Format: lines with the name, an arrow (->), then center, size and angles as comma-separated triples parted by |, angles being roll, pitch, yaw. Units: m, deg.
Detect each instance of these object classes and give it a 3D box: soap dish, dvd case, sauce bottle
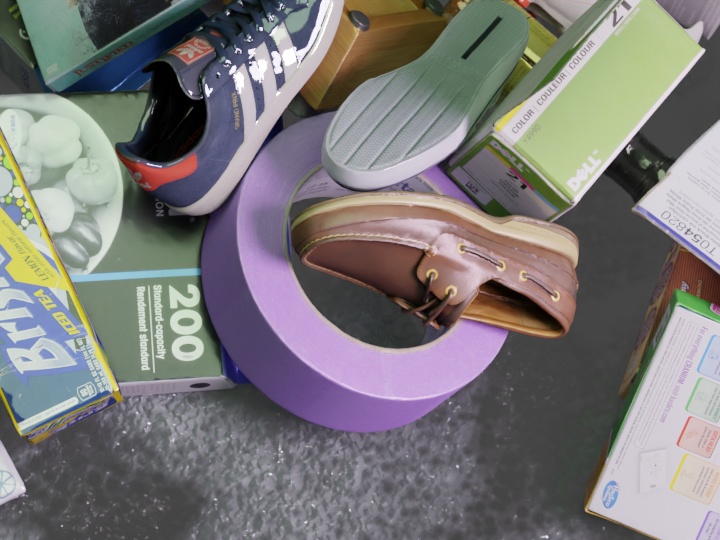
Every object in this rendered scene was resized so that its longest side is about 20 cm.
soap dish -> -0.042, -0.201, 1.373 | 0.200, 0.081, 0.157 | 51, 29, 12
dvd case -> -0.175, -0.236, 1.330 | 0.146, 0.022, 0.201 | -28, 66, 16
sauce bottle -> 0.137, -0.119, 1.412 | 0.200, 0.066, 0.066 | 44, 70, 9

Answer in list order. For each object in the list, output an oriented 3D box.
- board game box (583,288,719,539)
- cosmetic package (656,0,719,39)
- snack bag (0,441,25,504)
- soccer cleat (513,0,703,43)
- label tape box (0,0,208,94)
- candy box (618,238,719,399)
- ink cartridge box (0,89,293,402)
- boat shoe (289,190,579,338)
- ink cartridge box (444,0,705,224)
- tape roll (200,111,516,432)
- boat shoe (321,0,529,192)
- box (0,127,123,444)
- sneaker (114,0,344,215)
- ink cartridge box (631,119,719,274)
board game box -> 0.264, 0.121, 1.299 | 0.199, 0.040, 0.154 | 23, 105, 2
cosmetic package -> 0.198, -0.267, 1.456 | 0.200, 0.107, 0.090 | 35, 68, 5
snack bag -> -0.336, 0.093, 1.288 | 0.188, 0.021, 0.201 | -23, 73, -15
soccer cleat -> 0.152, -0.203, 1.442 | 0.200, 0.069, 0.078 | 39, 89, 1
label tape box -> -0.194, -0.192, 1.397 | 0.143, 0.066, 0.200 | -42, 77, -19
candy box -> 0.263, 0.014, 1.379 | 0.116, 0.057, 0.201 | 23, 66, 2
ink cartridge box -> -0.141, -0.019, 1.329 | 0.199, 0.043, 0.199 | -3, 80, -10
boat shoe -> 0.051, -0.001, 1.258 | 0.199, 0.072, 0.068 | 10, 61, -26
ink cartridge box -> 0.150, -0.114, 1.267 | 0.076, 0.200, 0.148 | 43, 70, -3
tape roll -> 0.000, 0.000, 1.314 | 0.199, 0.066, 0.201 | 11, 63, -22
boat shoe -> 0.046, -0.097, 1.302 | 0.073, 0.067, 0.200 | 35, 52, 20
box -> -0.219, 0.003, 1.261 | 0.070, 0.064, 0.201 | -25, 83, -7
sneaker -> -0.082, -0.133, 1.251 | 0.075, 0.084, 0.201 | 26, 88, 40
ink cartridge box -> 0.300, -0.025, 1.327 | 0.199, 0.041, 0.200 | 40, 54, 14
